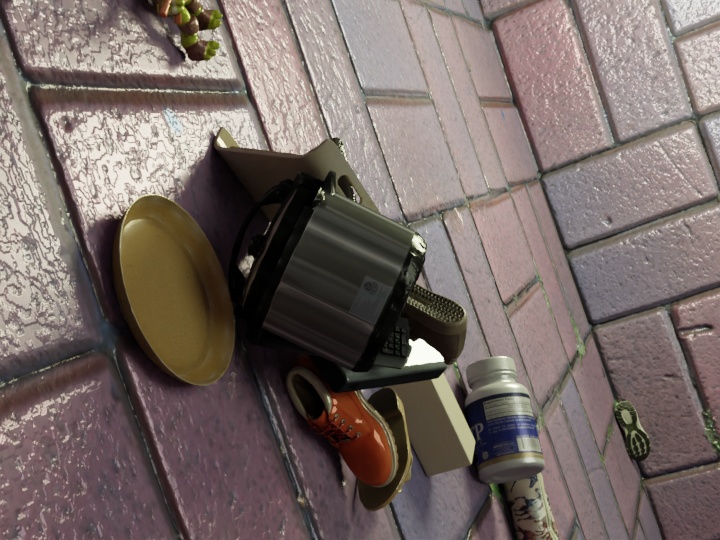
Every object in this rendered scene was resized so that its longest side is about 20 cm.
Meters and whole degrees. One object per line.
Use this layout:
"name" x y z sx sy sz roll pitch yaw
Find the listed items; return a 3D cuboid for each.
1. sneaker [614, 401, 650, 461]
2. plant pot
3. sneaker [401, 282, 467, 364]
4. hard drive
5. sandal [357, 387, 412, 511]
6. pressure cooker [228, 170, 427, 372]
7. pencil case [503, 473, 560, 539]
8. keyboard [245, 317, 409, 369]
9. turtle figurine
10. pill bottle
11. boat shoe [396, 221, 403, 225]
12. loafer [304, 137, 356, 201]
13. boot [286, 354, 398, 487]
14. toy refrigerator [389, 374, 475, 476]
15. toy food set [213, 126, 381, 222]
"sneaker" 0.838 0.487 3.290 0.089 0.076 0.202 -46 118 -77
"plant pot" -0.192 0.022 1.083 0.200 0.027 0.201 53 27 -43
"sneaker" 0.054 0.051 1.356 0.070 0.200 0.076 -21 128 -31
"hard drive" 0.007 0.085 1.344 0.199 0.033 0.140 -1 47 -50
"sandal" 0.046 0.252 1.427 0.070 0.077 0.213 54 21 -30
"pressure cooker" -0.044 -0.003 1.184 0.198 0.179 0.177 25 54 -2
"pencil case" 0.311 0.425 1.944 0.077 0.089 0.202 -6 77 -35
"keyboard" -0.037 0.050 1.275 0.198 0.021 0.128 11 47 -14
"turtle figurine" -0.220 -0.321 1.255 0.162 0.064 0.201 57 15 -52
"pill bottle" 0.246 0.261 1.875 0.120 0.119 0.202 36 40 -57
"boat shoe" 0.000 0.000 1.451 0.201 0.067 0.072 -62 144 -32
"loafer" -0.042 -0.094 1.522 0.073 0.070 0.202 -90 170 -60
"boot" -0.026 0.190 1.312 0.201 0.075 0.107 61 24 -4
"toy refrigerator" 0.100 0.202 1.611 0.201 0.075 0.070 63 22 -19
"toy food set" -0.075 -0.112 1.297 0.061 0.199 0.144 -55 132 -24
